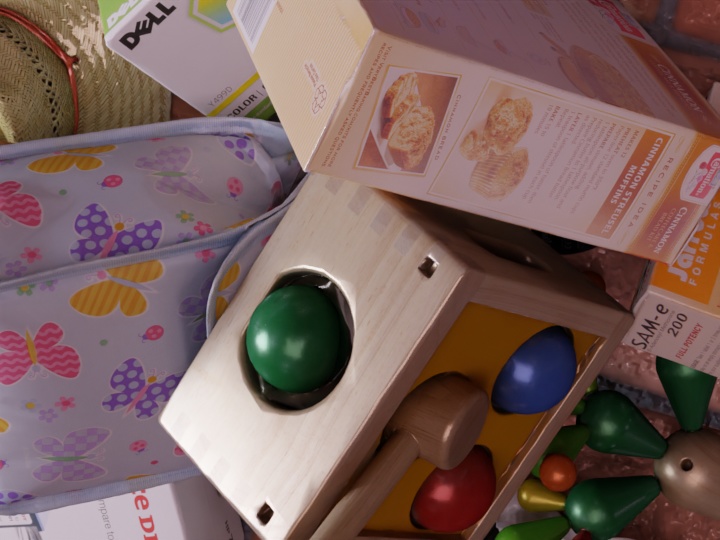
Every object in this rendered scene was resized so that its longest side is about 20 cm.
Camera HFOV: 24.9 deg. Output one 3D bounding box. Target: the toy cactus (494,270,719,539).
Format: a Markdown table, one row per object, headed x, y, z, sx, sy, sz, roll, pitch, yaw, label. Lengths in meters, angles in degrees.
| x | y | z | sx | sy | sz | roll | pitch | yaw | label |
| --- | --- | --- | --- | --- | --- | --- | --- | --- | --- |
| 0.156 | 0.088 | 0.876 | 0.165 | 0.102 | 0.200 | 29 | 82 | -14 | toy cactus |

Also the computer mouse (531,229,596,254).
| x | y | z | sx | sy | sz | roll | pitch | yaw | label |
| --- | --- | --- | --- | --- | --- | --- | --- | --- | --- |
| 0.049 | -0.048 | 0.898 | 0.200 | 0.034 | 0.059 | 9 | 139 | 14 | computer mouse |

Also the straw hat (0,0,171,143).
| x | y | z | sx | sy | sz | roll | pitch | yaw | label |
| --- | --- | --- | --- | --- | --- | --- | --- | --- | --- |
| -0.204 | -0.094 | 0.904 | 0.201 | 0.085 | 0.202 | 4 | 109 | 11 | straw hat |

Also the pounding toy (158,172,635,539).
| x | y | z | sx | sy | sz | roll | pitch | yaw | label |
| --- | --- | --- | --- | --- | --- | --- | --- | --- | --- |
| 0.012 | 0.066 | 0.753 | 0.142 | 0.200 | 0.184 | 42 | 106 | 34 | pounding toy |

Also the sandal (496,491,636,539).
| x | y | z | sx | sy | sz | roll | pitch | yaw | label |
| --- | --- | --- | --- | --- | --- | --- | --- | --- | --- |
| 0.154 | 0.175 | 0.932 | 0.203 | 0.082 | 0.050 | 39 | 69 | -1 | sandal |

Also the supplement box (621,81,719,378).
| x | y | z | sx | sy | sz | roll | pitch | yaw | label |
| --- | --- | --- | --- | --- | --- | --- | --- | --- | --- |
| 0.246 | 0.004 | 0.813 | 0.200 | 0.074 | 0.126 | 19 | 69 | 5 | supplement box |

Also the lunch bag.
| x | y | z | sx | sy | sz | roll | pitch | yaw | label |
| --- | --- | --- | --- | --- | --- | --- | --- | --- | --- |
| -0.102 | 0.021 | 0.823 | 0.200 | 0.127 | 0.170 | -11 | 134 | -16 | lunch bag |

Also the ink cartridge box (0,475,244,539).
| x | y | z | sx | sy | sz | roll | pitch | yaw | label |
| --- | --- | --- | --- | --- | --- | --- | --- | --- | --- |
| -0.187 | 0.133 | 0.977 | 0.200 | 0.086 | 0.147 | -8 | 106 | 16 | ink cartridge box |

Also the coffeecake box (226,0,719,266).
| x | y | z | sx | sy | sz | roll | pitch | yaw | label |
| --- | --- | --- | --- | --- | --- | --- | --- | --- | --- |
| 0.055 | -0.092 | 0.762 | 0.200 | 0.154 | 0.073 | 13 | 120 | -28 | coffeecake box |

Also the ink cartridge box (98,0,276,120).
| x | y | z | sx | sy | sz | roll | pitch | yaw | label |
| --- | --- | --- | --- | --- | --- | --- | --- | --- | --- |
| -0.083 | -0.177 | 0.803 | 0.148 | 0.076 | 0.200 | -39 | 133 | 20 | ink cartridge box |

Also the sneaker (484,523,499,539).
| x | y | z | sx | sy | sz | roll | pitch | yaw | label |
| --- | --- | --- | --- | --- | --- | --- | --- | --- | --- |
| -0.006 | 0.124 | 0.936 | 0.200 | 0.074 | 0.089 | 41 | 128 | 20 | sneaker |

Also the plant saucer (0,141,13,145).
| x | y | z | sx | sy | sz | roll | pitch | yaw | label |
| --- | --- | --- | --- | --- | --- | --- | --- | --- | --- |
| -0.215 | -0.016 | 0.904 | 0.200 | 0.200 | 0.038 | -15 | 61 | 16 | plant saucer |
